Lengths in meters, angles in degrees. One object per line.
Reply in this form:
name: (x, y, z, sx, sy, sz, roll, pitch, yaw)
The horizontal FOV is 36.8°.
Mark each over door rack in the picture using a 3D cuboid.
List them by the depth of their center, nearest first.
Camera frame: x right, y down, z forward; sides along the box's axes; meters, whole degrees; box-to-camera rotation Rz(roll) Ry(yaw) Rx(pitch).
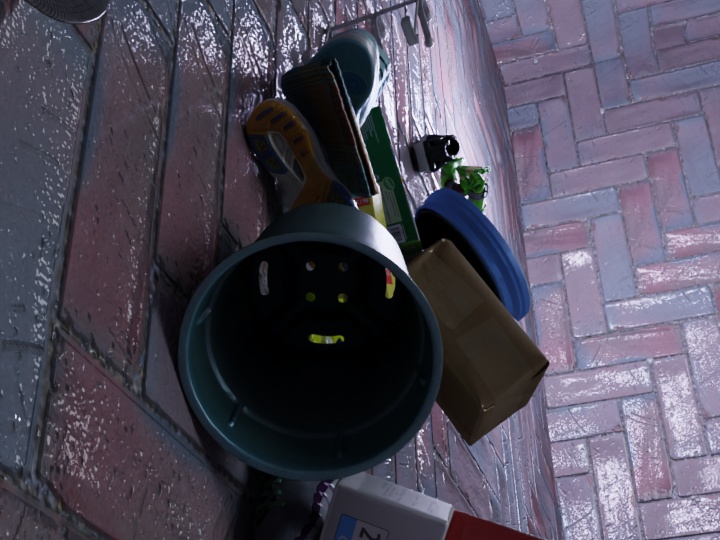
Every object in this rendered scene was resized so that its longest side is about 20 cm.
over door rack: (0.015, -0.293, 1.407, 0.200, 0.147, 0.067, -70, 140, -65)

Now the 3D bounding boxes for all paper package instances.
paper package: (0.125, 0.093, 1.359, 0.200, 0.103, 0.191, 52, -14, 18)

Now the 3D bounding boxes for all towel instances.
towel: (-0.036, -0.147, 1.143, 0.200, 0.022, 0.147, -160, -130, -73)

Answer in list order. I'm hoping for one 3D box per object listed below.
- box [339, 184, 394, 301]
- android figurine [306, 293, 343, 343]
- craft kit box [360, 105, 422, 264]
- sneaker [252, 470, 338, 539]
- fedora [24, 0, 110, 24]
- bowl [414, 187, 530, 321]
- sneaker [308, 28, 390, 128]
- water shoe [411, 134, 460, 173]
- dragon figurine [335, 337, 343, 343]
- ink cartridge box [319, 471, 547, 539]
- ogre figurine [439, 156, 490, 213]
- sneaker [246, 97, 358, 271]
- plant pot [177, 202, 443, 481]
box: (0.000, 0.000, 1.269, 0.050, 0.075, 0.201, 16, 65, -74)
android figurine: (-0.034, 0.094, 1.136, 0.200, 0.041, 0.183, -6, 85, -77)
craft kit box: (0.043, -0.085, 1.447, 0.198, 0.048, 0.201, 76, -1, -69)
sneaker: (-0.070, 0.190, 0.913, 0.088, 0.074, 0.200, 46, 24, -1)
fedora: (-0.216, -0.204, 0.543, 0.177, 0.090, 0.200, -71, 140, -66)
bowl: (0.139, -0.012, 1.402, 0.201, 0.039, 0.201, 51, -16, 20)
sneaker: (-0.006, -0.237, 1.239, 0.131, 0.079, 0.200, -62, 180, -29)
water shoe: (0.149, -0.217, 2.002, 0.200, 0.079, 0.072, -51, 128, -72)
dragon figurine: (0.007, 0.097, 1.074, 0.099, 0.059, 0.201, 18, 72, -67)
ink cartridge box: (0.040, 0.280, 0.856, 0.045, 0.176, 0.201, -33, 140, -75)
ogre figurine: (0.191, -0.147, 2.069, 0.098, 0.200, 0.120, -14, 113, -34)
sneaker: (-0.046, -0.089, 1.122, 0.088, 0.075, 0.200, -72, 140, -72)
plant pot: (-0.034, 0.037, 0.902, 0.196, 0.200, 0.201, -82, 158, -71)
